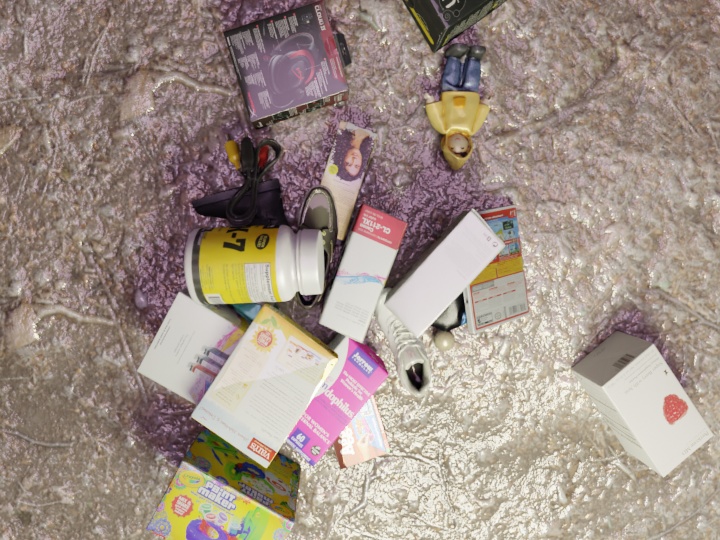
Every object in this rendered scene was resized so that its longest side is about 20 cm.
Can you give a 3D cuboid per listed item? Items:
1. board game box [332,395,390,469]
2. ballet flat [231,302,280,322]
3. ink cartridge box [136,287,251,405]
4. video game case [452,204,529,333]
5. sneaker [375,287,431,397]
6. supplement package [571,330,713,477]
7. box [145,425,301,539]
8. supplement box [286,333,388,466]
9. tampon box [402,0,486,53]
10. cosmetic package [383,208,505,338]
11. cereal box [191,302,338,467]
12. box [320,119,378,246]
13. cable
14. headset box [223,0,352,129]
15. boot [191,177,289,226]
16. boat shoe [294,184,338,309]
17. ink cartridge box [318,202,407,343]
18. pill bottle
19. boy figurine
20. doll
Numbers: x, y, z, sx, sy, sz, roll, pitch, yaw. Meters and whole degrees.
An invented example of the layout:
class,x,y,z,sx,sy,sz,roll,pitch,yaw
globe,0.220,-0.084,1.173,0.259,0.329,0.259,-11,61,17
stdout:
class,x,y,z,sx,sy,sz,roll,pitch,yaw
board game box,-0.020,0.253,0.979,0.100,0.019,0.206,-17,95,-1
ballet flat,-0.197,0.031,0.884,0.197,0.067,0.072,31,107,7
ink cartridge box,-0.234,0.138,0.894,0.197,0.145,0.147,32,92,-6
video game case,0.236,-0.005,0.949,0.139,0.017,0.207,-12,96,-28
sneaker,0.084,0.128,0.935,0.076,0.099,0.205,-23,95,-1
supplement package,0.503,0.235,0.959,0.120,0.120,0.202,-37,96,-1
box,-0.214,0.374,0.889,0.197,0.193,0.124,31,92,-5
supplement box,-0.053,0.210,0.915,0.101,0.103,0.201,40,89,-4
tampon box,0.171,-0.499,0.881,0.197,0.126,0.152,-34,95,0
cosmetic package,0.131,0.003,0.858,0.081,0.113,0.200,44,95,0
cereal box,-0.144,0.174,0.810,0.142,0.040,0.202,35,91,-6
box,-0.034,-0.150,0.933,0.073,0.050,0.206,17,94,-4
cable,-0.178,-0.152,0.881,0.094,0.051,0.206,2,61,-16
headset box,-0.112,-0.347,0.900,0.194,0.075,0.153,-19,95,-2
boot,-0.195,-0.042,0.930,0.160,0.066,0.206,-11,102,5
boat shoe,-0.075,-0.037,0.885,0.070,0.060,0.209,7,97,-3
ink cartridge box,0.000,0.000,0.897,0.081,0.146,0.205,21,93,-5
pill bottle,-0.155,-0.010,0.807,0.193,0.114,0.118,-2,95,2
boy figurine,0.168,-0.283,0.930,0.120,0.064,0.207,7,91,-7
doll,0.165,0.045,0.960,0.132,0.048,0.207,8,94,-6
